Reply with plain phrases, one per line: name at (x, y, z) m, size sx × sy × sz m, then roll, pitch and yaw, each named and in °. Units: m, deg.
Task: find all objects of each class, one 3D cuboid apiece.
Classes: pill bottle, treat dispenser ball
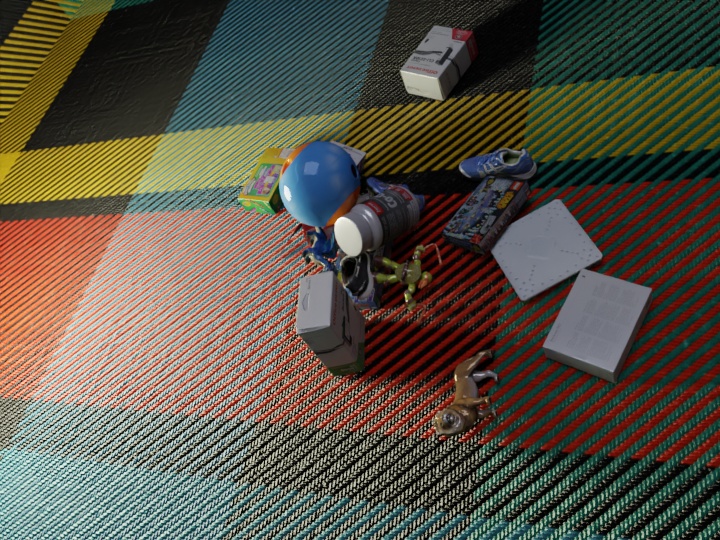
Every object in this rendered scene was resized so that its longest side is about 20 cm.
pill bottle at (0.040, -0.117, 1.678) m, size 0.113 × 0.116 × 0.198 m, roll 26°, pitch 41°, yaw 37°
treat dispenser ball at (-0.098, -0.208, 1.688) m, size 0.197 × 0.202 × 0.204 m, roll -13°, pitch 51°, yaw 16°

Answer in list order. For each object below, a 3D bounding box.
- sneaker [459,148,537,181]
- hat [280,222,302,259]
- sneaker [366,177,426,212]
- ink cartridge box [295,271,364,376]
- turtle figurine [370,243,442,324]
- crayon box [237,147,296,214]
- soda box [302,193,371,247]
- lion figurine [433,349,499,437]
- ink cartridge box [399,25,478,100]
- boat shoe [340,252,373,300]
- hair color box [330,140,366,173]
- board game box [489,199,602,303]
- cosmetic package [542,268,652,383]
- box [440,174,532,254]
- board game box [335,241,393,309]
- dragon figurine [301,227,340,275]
sneaker at (0.337, -0.270, 1.744) m, size 0.196 × 0.077 × 0.077 m, roll 1°, pitch 57°, yaw 28°
hat at (-0.149, -0.162, 1.943) m, size 0.196 × 0.179 × 0.166 m, roll -8°, pitch 37°, yaw -30°
sneaker at (0.091, -0.191, 1.819) m, size 0.078 × 0.076 × 0.199 m, roll -41°, pitch 56°, yaw -20°
ink cartridge box at (-0.062, 0.120, 1.567) m, size 0.082 × 0.201 × 0.149 m, roll -12°, pitch 52°, yaw 17°
turtle figurine at (0.100, 0.019, 1.631) m, size 0.158 × 0.065 × 0.204 m, roll 6°, pitch 70°, yaw 19°
crayon box at (-0.259, -0.264, 2.043) m, size 0.117 × 0.059 × 0.203 m, roll 8°, pitch 60°, yaw 31°
soda box at (-0.051, -0.124, 1.830) m, size 0.196 × 0.070 × 0.064 m, roll -22°, pitch 51°, yaw 10°
lion figurine at (0.217, 0.248, 1.435) m, size 0.120 × 0.073 × 0.202 m, roll -14°, pitch 36°, yaw 29°
ink cartridge box at (0.229, -0.605, 2.040) m, size 0.143 × 0.084 × 0.202 m, roll 22°, pitch 68°, yaw 35°
boat shoe at (-0.018, -0.003, 1.647) m, size 0.074 × 0.060 × 0.201 m, roll -47°, pitch 25°, yaw 20°
hair color box at (-0.070, -0.264, 1.883) m, size 0.107 × 0.066 × 0.201 m, roll 21°, pitch 43°, yaw 10°
board game box at (0.407, -0.044, 1.576) m, size 0.197 × 0.026 × 0.202 m, roll -29°, pitch 49°, yaw 5°
cosmetic package at (0.478, 0.106, 1.413) m, size 0.149 × 0.052 × 0.202 m, roll 20°, pitch 67°, yaw 34°
box at (0.298, -0.137, 1.668) m, size 0.201 × 0.040 × 0.136 m, roll -51°, pitch 36°, yaw -15°
board game box at (0.000, 0.000, 1.736) m, size 0.132 × 0.035 × 0.203 m, roll -1°, pitch 56°, yaw 24°
dragon figurine at (-0.088, -0.063, 1.753) m, size 0.097 × 0.059 × 0.204 m, roll 4°, pitch 60°, yaw 12°
